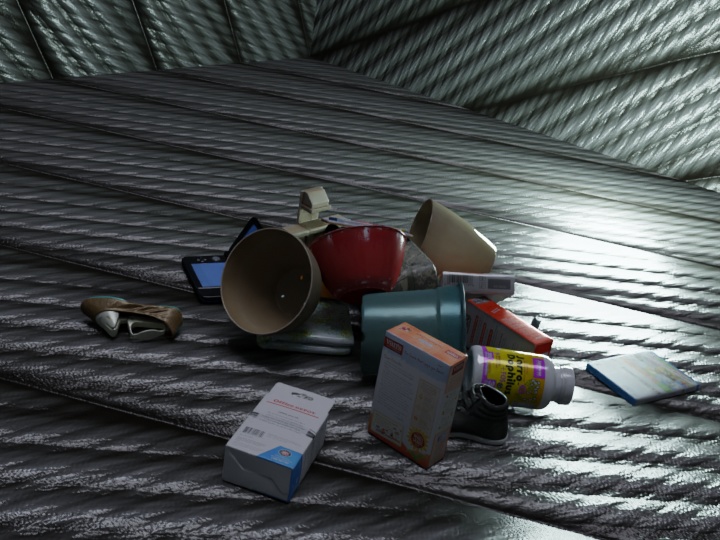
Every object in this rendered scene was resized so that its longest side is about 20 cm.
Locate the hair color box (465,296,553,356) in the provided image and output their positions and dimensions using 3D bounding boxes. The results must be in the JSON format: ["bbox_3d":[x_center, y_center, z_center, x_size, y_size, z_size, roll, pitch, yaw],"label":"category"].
[{"bbox_3d":[0.294,0.143,1.705,0.061,0.103,0.199,-10,32,-38],"label":"hair color box"}]

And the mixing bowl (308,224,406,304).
[{"bbox_3d":[0.000,0.000,1.641,0.197,0.200,0.110,0,69,-19],"label":"mixing bowl"}]

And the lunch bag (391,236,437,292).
[{"bbox_3d":[0.067,0.028,1.837,0.165,0.141,0.200,-16,30,-12],"label":"lunch bag"}]

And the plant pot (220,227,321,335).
[{"bbox_3d":[-0.153,0.033,1.607,0.198,0.203,0.134,22,-2,26],"label":"plant pot"}]

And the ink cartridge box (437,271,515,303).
[{"bbox_3d":[0.247,0.040,1.840,0.159,0.051,0.200,3,-6,-2],"label":"ink cartridge box"}]

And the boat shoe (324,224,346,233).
[{"bbox_3d":[-0.042,-0.068,1.874,0.073,0.067,0.199,5,10,-13],"label":"boat shoe"}]

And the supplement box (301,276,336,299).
[{"bbox_3d":[-0.093,0.005,1.838,0.124,0.075,0.200,7,11,-6],"label":"supplement box"}]

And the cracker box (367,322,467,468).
[{"bbox_3d":[0.092,0.206,1.376,0.133,0.203,0.057,27,30,33],"label":"cracker box"}]

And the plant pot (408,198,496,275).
[{"bbox_3d":[0.226,-0.052,2.034,0.197,0.189,0.188,21,23,-10],"label":"plant pot"}]

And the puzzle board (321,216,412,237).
[{"bbox_3d":[0.013,-0.103,1.914,0.197,0.018,0.151,9,4,-9],"label":"puzzle board"}]

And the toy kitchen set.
[{"bbox_3d":[-0.064,-0.093,2.000,0.179,0.165,0.199,28,31,35],"label":"toy kitchen set"}]

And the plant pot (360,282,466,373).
[{"bbox_3d":[0.097,0.122,1.590,0.193,0.203,0.201,1,25,0],"label":"plant pot"}]

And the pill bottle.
[{"bbox_3d":[0.299,0.205,1.570,0.197,0.106,0.105,8,25,-4],"label":"pill bottle"}]

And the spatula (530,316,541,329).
[{"bbox_3d":[0.373,0.143,1.827,0.056,0.021,0.200,29,26,10],"label":"spatula"}]

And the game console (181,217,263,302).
[{"bbox_3d":[-0.292,-0.029,1.834,0.168,0.120,0.200,-2,27,-25],"label":"game console"}]

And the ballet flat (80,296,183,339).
[{"bbox_3d":[-0.443,0.098,1.592,0.197,0.068,0.073,9,43,-10],"label":"ballet flat"}]

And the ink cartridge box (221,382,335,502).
[{"bbox_3d":[-0.125,0.268,1.324,0.114,0.069,0.200,16,26,13],"label":"ink cartridge box"}]

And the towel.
[{"bbox_3d":[-0.114,0.107,1.697,0.197,0.049,0.172,5,24,-9],"label":"towel"}]

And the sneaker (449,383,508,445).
[{"bbox_3d":[0.169,0.240,1.456,0.197,0.101,0.071,9,26,1],"label":"sneaker"}]

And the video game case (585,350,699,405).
[{"bbox_3d":[0.594,0.223,1.747,0.197,0.018,0.143,-6,29,-30],"label":"video game case"}]
